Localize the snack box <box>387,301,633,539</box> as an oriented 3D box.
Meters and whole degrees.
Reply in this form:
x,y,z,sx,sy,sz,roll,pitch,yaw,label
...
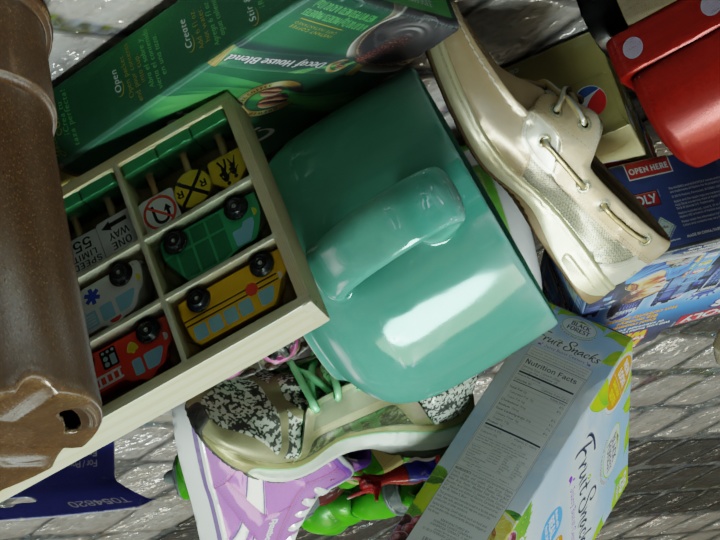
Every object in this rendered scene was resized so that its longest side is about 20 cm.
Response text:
x,y,z,sx,sy,sz,roll,pitch,yaw,label
0.092,0.147,1.324,0.201,0.067,0.169,-56,157,-28,snack box

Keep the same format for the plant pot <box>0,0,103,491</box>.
x,y,z,sx,sy,sz,roll,pitch,yaw,label
-0.211,-0.005,0.989,0.199,0.200,0.201,-16,160,-6,plant pot

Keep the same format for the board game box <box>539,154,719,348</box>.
x,y,z,sx,sy,sz,roll,pitch,yaw,label
0.191,-0.007,1.364,0.198,0.062,0.200,-13,161,-20,board game box

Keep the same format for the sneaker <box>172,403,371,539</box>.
x,y,z,sx,sy,sz,roll,pitch,yaw,label
-0.045,0.147,1.384,0.113,0.073,0.201,-6,136,5,sneaker

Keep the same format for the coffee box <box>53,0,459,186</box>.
x,y,z,sx,sy,sz,roll,pitch,yaw,label
-0.061,-0.098,1.103,0.199,0.044,0.123,-29,159,30,coffee box

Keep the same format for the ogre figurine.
x,y,z,sx,sy,sz,roll,pitch,yaw,label
-0.049,0.137,1.483,0.199,0.099,0.120,-2,158,-36,ogre figurine

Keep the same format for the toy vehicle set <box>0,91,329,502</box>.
x,y,z,sx,sy,sz,roll,pitch,yaw,label
-0.124,0.015,1.062,0.199,0.125,0.027,-29,152,10,toy vehicle set

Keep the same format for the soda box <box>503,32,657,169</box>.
x,y,z,sx,sy,sz,roll,pitch,yaw,label
0.139,-0.072,1.330,0.067,0.064,0.200,-22,160,10,soda box

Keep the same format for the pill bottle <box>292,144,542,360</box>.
x,y,z,sx,sy,sz,roll,pitch,yaw,label
0.000,0.000,1.326,0.198,0.112,0.111,-16,161,-5,pill bottle

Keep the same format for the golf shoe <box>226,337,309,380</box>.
x,y,z,sx,sy,sz,roll,pitch,yaw,label
-0.033,-0.011,1.237,0.200,0.073,0.092,-38,-162,-7,golf shoe

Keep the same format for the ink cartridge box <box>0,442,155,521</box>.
x,y,z,sx,sy,sz,roll,pitch,yaw,label
-0.253,0.101,1.313,0.199,0.041,0.199,0,-167,-43,ink cartridge box

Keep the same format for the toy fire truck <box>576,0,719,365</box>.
x,y,z,sx,sy,sz,roll,pitch,yaw,label
0.201,-0.068,1.189,0.128,0.201,0.176,-27,159,23,toy fire truck

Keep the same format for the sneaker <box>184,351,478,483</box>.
x,y,z,sx,sy,sz,roll,pitch,yaw,label
-0.008,0.059,1.248,0.199,0.077,0.089,-7,139,-36,sneaker

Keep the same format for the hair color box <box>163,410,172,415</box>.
x,y,z,sx,sy,sz,roll,pitch,yaw,label
-0.074,0.052,1.473,0.109,0.065,0.199,-30,156,33,hair color box

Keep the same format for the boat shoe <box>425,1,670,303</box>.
x,y,z,sx,sy,sz,roll,pitch,yaw,label
0.098,-0.072,1.176,0.065,0.072,0.200,-31,116,12,boat shoe

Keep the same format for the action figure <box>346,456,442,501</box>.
x,y,z,sx,sy,sz,roll,pitch,yaw,label
0.032,0.073,1.421,0.098,0.201,0.065,-2,155,-30,action figure

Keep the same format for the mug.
x,y,z,sx,sy,sz,roll,pitch,yaw,label
0.010,-0.017,1.110,0.114,0.153,0.185,-30,142,5,mug
